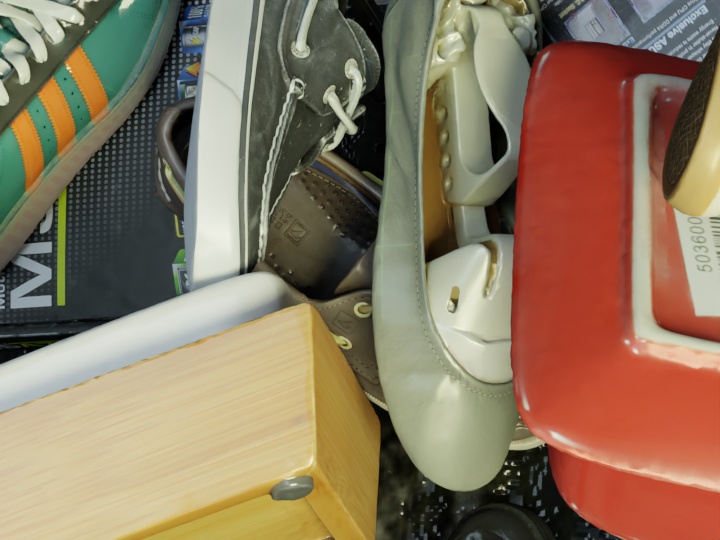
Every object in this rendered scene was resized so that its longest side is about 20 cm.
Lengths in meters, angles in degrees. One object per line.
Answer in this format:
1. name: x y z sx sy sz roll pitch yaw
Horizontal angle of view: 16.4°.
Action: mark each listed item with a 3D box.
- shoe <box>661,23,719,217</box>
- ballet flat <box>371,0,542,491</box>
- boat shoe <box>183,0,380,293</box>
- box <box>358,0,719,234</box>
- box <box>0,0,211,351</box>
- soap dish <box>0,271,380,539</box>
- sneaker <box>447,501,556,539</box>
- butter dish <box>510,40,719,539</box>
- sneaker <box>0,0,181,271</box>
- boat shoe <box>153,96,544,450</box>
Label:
1. shoe: 0.152 -0.089 0.849 0.053 0.070 0.200 22 50 5
2. ballet flat: 0.041 -0.020 0.929 0.064 0.067 0.201 -19 69 56
3. boat shoe: -0.027 -0.075 0.950 0.067 0.072 0.201 9 52 -2
4. box: 0.107 -0.123 0.983 0.200 0.050 0.158 -39 67 16
5. box: -0.126 -0.067 1.091 0.192 0.047 0.201 -2 80 22
6. soap dish: -0.092 0.085 0.934 0.199 0.157 0.082 -20 68 2
7. sneaker: 0.025 0.184 0.940 0.060 0.104 0.201 9 85 28
8. butter dish: 0.139 0.036 0.883 0.199 0.148 0.201 11 47 -5
9. sneaker: -0.146 -0.076 1.032 0.071 0.080 0.200 35 96 26
10. boat shoe: 0.000 0.000 0.986 0.200 0.060 0.072 38 84 10
